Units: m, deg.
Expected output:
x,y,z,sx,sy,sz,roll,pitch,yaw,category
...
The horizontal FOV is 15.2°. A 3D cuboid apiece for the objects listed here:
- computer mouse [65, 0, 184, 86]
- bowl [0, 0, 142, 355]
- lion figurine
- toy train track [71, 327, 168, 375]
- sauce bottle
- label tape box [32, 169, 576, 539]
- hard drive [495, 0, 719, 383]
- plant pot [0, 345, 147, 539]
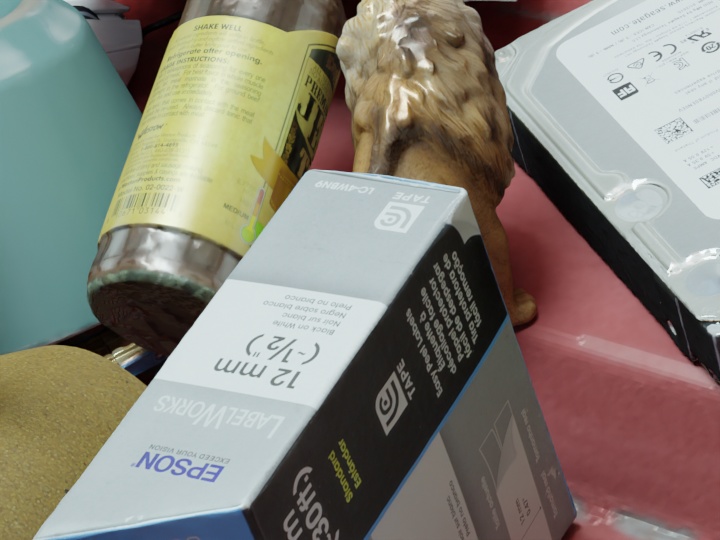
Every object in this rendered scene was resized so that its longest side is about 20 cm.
x,y,z,sx,sy,sz,roll,pitch,yaw,category
-0.131,-0.095,1.143,0.199,0.044,0.110,-29,40,-11,computer mouse
-0.167,-0.046,1.005,0.199,0.106,0.201,-8,23,3,bowl
0.000,0.000,0.908,0.072,0.123,0.200,4,45,27,lion figurine
-0.123,0.059,0.965,0.199,0.033,0.115,-28,38,-11,toy train track
-0.041,-0.067,0.967,0.064,0.065,0.201,3,61,27,sauce bottle
-0.019,0.089,0.792,0.066,0.144,0.200,7,46,31,label tape box
0.141,-0.048,0.972,0.139,0.038,0.200,-27,39,-7,hard drive
-0.139,0.110,0.814,0.186,0.187,0.200,12,36,34,plant pot
